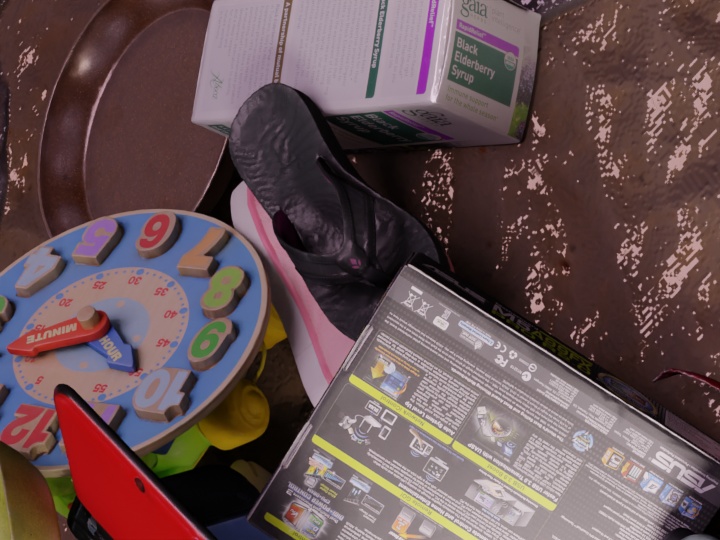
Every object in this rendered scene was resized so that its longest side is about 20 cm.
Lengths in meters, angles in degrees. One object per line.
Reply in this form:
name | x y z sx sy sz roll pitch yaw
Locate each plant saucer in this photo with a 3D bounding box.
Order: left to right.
plant saucer | -0.176 0.186 1.433 0.200 0.031 0.201 177 90 -76
plant saucer | -0.132 -0.090 1.730 0.200 0.034 0.201 -21 60 43

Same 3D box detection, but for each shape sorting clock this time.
shape sorting clock | -0.146 0.036 1.534 0.199 0.039 0.201 -13 46 14

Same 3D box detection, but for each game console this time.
game console | -0.052 0.143 1.387 0.200 0.172 0.119 43 125 29

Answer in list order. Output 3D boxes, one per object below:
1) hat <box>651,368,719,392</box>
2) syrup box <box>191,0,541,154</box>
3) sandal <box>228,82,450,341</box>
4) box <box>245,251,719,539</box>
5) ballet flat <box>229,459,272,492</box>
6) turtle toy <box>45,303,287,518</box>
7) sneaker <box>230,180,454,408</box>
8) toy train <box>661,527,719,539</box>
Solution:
hat | 0.258 0.092 1.301 0.165 0.176 0.201 -23 77 -2
syrup box | 0.002 -0.117 1.582 0.199 0.079 0.082 0 76 44
sandal | -0.022 -0.028 1.495 0.075 0.048 0.201 -53 52 16
box | 0.067 0.110 1.380 0.199 0.044 0.161 32 103 2
ballet flat | -0.088 0.149 1.601 0.199 0.068 0.073 -10 50 46
turtle toy | -0.129 0.069 1.598 0.145 0.101 0.201 -24 36 36
sneaker | 0.000 0.000 1.554 0.104 0.075 0.201 -38 47 14
toy train | 0.206 0.198 1.281 0.200 0.085 0.115 30 111 43
